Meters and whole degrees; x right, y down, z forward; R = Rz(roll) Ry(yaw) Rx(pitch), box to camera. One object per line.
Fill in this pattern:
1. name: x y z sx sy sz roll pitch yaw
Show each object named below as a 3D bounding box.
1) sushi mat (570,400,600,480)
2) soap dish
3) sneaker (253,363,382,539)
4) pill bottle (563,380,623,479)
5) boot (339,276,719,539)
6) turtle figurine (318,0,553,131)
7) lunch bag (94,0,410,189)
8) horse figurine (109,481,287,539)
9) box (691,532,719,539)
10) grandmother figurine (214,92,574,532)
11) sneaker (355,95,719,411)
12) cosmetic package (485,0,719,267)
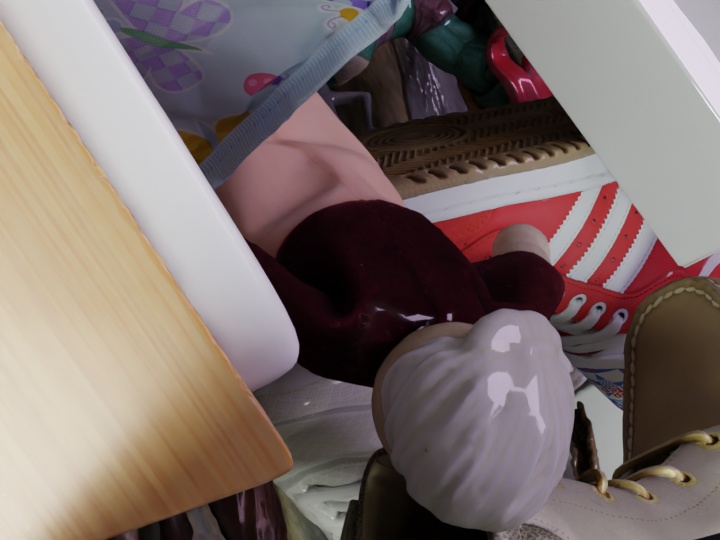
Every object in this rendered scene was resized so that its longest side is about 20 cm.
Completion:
1. sushi mat: 0.092 0.135 1.023 0.200 0.012 0.096 70 13 -52
2. soap dish: -0.115 -0.035 0.563 0.081 0.157 0.200 -43 115 -22
3. sneaker: 0.013 0.060 0.897 0.200 0.075 0.081 29 57 -64
4. pill bottle: 0.123 0.025 1.135 0.110 0.109 0.200 61 23 -22
5. boot: 0.066 0.068 0.835 0.154 0.072 0.200 23 47 -32
6. turtle figurine: 0.044 -0.067 1.052 0.150 0.100 0.200 53 22 -37
7. lunch bag: -0.087 -0.141 0.752 0.200 0.127 0.170 32 40 -26
8. horse figurine: -0.072 0.032 0.747 0.200 0.050 0.133 36 45 -54
9. box: -0.015 0.137 0.592 0.200 0.196 0.118 0 71 -67
10. grandmother figurine: 0.000 0.000 0.792 0.200 0.121 0.061 -127 -142 -50
11. sneaker: 0.059 0.005 0.946 0.200 0.071 0.113 -13 110 -38
12. cosmetic package: 0.071 -0.107 0.894 0.200 0.051 0.083 52 47 -13
